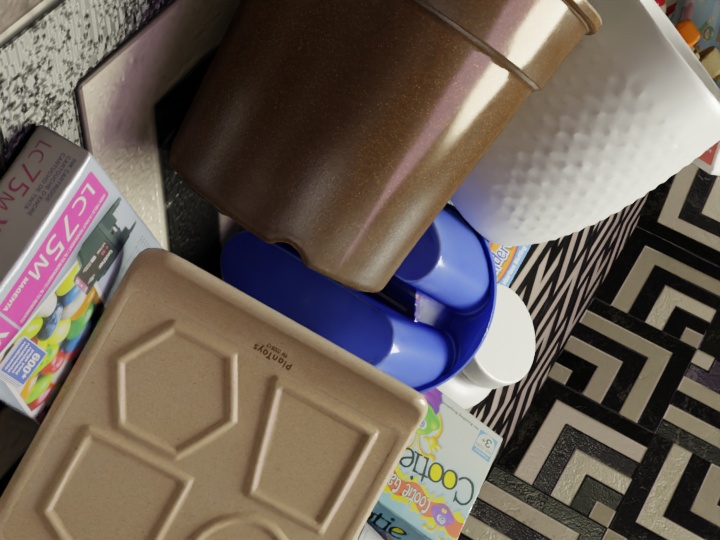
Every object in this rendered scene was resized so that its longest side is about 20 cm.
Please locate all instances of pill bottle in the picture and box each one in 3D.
[{"bbox_3d":[0.049,0.071,0.989,0.199,0.109,0.109,-18,-157,47],"label":"pill bottle"}]

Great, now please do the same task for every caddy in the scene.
[{"bbox_3d":[0.000,0.000,0.809,0.105,0.199,0.142,20,100,-58],"label":"caddy"}]

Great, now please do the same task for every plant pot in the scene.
[{"bbox_3d":[0.001,-0.110,0.664,0.199,0.199,0.200,-57,165,9],"label":"plant pot"}]

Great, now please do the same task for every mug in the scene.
[{"bbox_3d":[0.124,-0.124,0.780,0.175,0.201,0.147,-38,174,22],"label":"mug"}]

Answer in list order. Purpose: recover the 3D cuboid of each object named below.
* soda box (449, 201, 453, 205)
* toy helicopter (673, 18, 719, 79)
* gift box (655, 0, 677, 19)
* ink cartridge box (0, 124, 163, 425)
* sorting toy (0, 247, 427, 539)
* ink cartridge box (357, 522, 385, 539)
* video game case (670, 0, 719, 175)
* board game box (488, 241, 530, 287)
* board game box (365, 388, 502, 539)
[{"bbox_3d":[0.016,-0.013,0.953,0.064,0.068,0.201,60,39,-31],"label":"soda box"},{"bbox_3d":[0.197,-0.108,0.907,0.199,0.079,0.132,-38,-175,9],"label":"toy helicopter"},{"bbox_3d":[0.151,-0.220,0.934,0.184,0.185,0.202,-43,154,-49],"label":"gift box"},{"bbox_3d":[-0.156,0.021,0.622,0.120,0.042,0.200,-59,165,-14],"label":"ink cartridge box"},{"bbox_3d":[-0.085,0.113,0.635,0.201,0.184,0.036,-59,-167,4],"label":"sorting toy"},{"bbox_3d":[-0.047,0.229,0.871,0.199,0.198,0.044,-17,-146,44],"label":"ink cartridge box"},{"bbox_3d":[0.265,-0.182,0.968,0.200,0.017,0.144,-127,-135,-58],"label":"video game case"},{"bbox_3d":[0.096,-0.011,1.164,0.153,0.045,0.200,-59,-163,-15],"label":"board game box"},{"bbox_3d":[0.003,0.167,0.890,0.103,0.105,0.200,-58,-171,-34],"label":"board game box"}]
